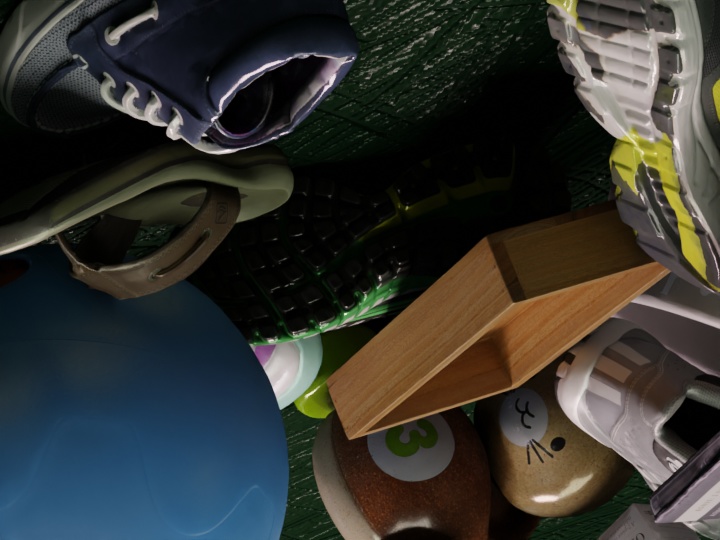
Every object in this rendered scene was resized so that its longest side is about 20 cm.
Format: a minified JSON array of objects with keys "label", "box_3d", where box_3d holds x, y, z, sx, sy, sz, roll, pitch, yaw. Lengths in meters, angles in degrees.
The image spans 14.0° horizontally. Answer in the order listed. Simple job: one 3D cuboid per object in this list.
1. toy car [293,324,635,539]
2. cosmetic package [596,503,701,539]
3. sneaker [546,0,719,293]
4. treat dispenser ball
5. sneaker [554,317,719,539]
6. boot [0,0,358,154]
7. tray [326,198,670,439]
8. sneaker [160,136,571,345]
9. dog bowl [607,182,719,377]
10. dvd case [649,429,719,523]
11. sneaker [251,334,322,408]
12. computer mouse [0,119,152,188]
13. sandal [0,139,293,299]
[{"label":"toy car","box_3d":[0.088,0.084,1.532,0.200,0.165,0.158,-31,153,19]},{"label":"cosmetic package","box_3d":[0.109,0.217,1.525,0.200,0.083,0.051,-48,149,22]},{"label":"sneaker","box_3d":[0.136,-0.087,1.210,0.085,0.074,0.200,-42,137,-25]},{"label":"treat dispenser ball","box_3d":[-0.131,0.088,1.276,0.200,0.201,0.201,-10,158,-4]},{"label":"sneaker","box_3d":[0.189,0.099,1.421,0.200,0.075,0.115,30,179,-37]},{"label":"boot","box_3d":[-0.075,-0.078,1.122,0.073,0.091,0.200,4,153,-35]},{"label":"tray","box_3d":[0.065,0.021,1.344,0.098,0.037,0.200,-16,168,-27]},{"label":"sneaker","box_3d":[0.000,0.000,1.372,0.200,0.078,0.085,-10,159,-5]},{"label":"dog bowl","box_3d":[0.201,0.022,1.411,0.200,0.059,0.200,23,172,3]},{"label":"dvd case","box_3d":[0.237,0.069,1.209,0.200,0.016,0.149,-2,158,-18]},{"label":"sneaker","box_3d":[-0.130,0.058,1.466,0.140,0.078,0.200,12,139,-42]},{"label":"computer mouse","box_3d":[-0.090,-0.056,1.246,0.059,0.034,0.200,9,151,-43]},{"label":"sandal","box_3d":[-0.084,-0.019,1.211,0.080,0.057,0.201,-14,176,30]}]
